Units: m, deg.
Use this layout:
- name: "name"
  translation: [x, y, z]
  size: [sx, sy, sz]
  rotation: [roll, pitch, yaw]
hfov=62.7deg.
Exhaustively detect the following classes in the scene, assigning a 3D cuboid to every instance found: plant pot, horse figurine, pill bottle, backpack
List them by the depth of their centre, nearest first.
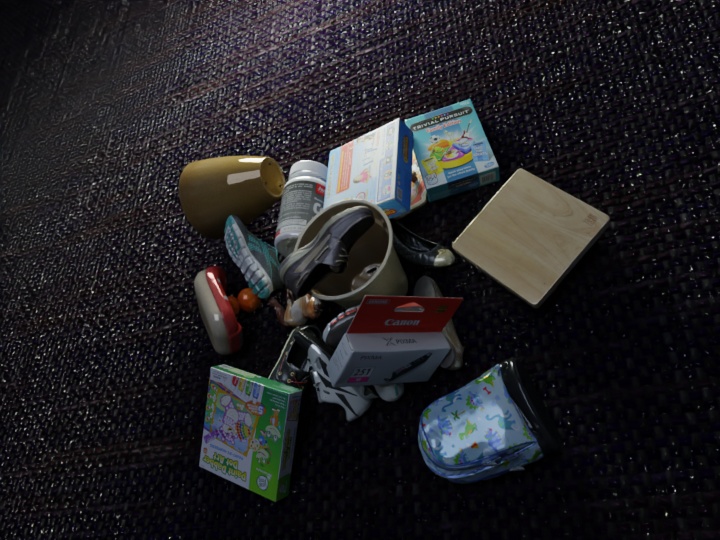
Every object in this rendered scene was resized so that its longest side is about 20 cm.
- name: "backpack"
  translation: [0.187, 0.248, 0.931]
  size: [0.199, 0.153, 0.165]
  rotation: [-34, 59, 22]
- name: "plant pot"
  translation: [0.000, 0.000, 1.122]
  size: [0.198, 0.184, 0.203]
  rotation: [-12, 59, 20]
- name: "horse figurine"
  translation: [-0.124, 0.063, 1.206]
  size: [0.199, 0.049, 0.134]
  rotation: [-36, 51, 45]
- name: "pill bottle"
  translation: [-0.120, -0.133, 1.300]
  size: [0.112, 0.114, 0.203]
  rotation: [-7, 61, 23]
- name: "plant pot"
  translation: [-0.277, -0.186, 1.347]
  size: [0.198, 0.186, 0.189]
  rotation: [-13, 58, 29]

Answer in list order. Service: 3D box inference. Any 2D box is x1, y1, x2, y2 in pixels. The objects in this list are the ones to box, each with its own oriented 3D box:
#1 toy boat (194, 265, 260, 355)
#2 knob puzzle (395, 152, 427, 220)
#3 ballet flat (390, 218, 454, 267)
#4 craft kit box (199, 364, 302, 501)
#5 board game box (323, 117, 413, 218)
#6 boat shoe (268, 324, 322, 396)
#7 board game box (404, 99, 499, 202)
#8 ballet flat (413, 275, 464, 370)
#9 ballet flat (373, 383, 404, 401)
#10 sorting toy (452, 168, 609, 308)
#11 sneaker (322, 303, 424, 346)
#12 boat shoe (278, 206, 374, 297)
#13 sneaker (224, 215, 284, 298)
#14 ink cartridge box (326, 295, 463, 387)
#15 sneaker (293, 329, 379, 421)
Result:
- name: "toy boat"
  translation: [-0.280, 0.075, 1.281]
  size: [0.129, 0.132, 0.201]
  rotation: [-18, 51, -20]
- name: "knob puzzle"
  translation: [0.065, -0.190, 1.289]
  size: [0.217, 0.030, 0.223]
  rotation: [-12, 59, 21]
- name: "ballet flat"
  translation: [0.102, -0.056, 1.170]
  size: [0.199, 0.058, 0.066]
  rotation: [27, 37, 36]
- name: "craft kit box"
  translation: [-0.209, 0.298, 1.104]
  size: [0.198, 0.048, 0.201]
  rotation: [10, 97, 31]
- name: "board game box"
  translation: [0.015, -0.191, 1.240]
  size: [0.194, 0.056, 0.203]
  rotation: [-17, 56, 37]
- name: "boat shoe"
  translation: [-0.130, 0.199, 1.140]
  size: [0.063, 0.073, 0.204]
  rotation: [-25, 42, 59]
- name: "board game box"
  translation: [0.188, -0.254, 1.235]
  size: [0.149, 0.047, 0.202]
  rotation: [-17, 57, 6]
- name: "ballet flat"
  translation: [0.147, 0.095, 1.086]
  size: [0.068, 0.046, 0.202]
  rotation: [-54, 39, 34]
- name: "ballet flat"
  translation: [0.016, 0.153, 1.099]
  size: [0.069, 0.069, 0.200]
  rotation: [-41, 53, 1]
- name: "sorting toy"
  translation: [0.306, -0.052, 1.066]
  size: [0.199, 0.070, 0.200]
  rotation: [-48, 54, -4]
- name: "sneaker"
  translation: [0.032, 0.108, 1.050]
  size: [0.197, 0.078, 0.083]
  rotation: [-15, 56, -6]
- name: "boat shoe"
  translation: [-0.048, -0.026, 1.011]
  size: [0.199, 0.074, 0.074]
  rotation: [-40, 63, 13]
- name: "sneaker"
  translation: [-0.227, -0.037, 1.297]
  size: [0.202, 0.091, 0.078]
  rotation: [60, 140, 10]
- name: "ink cartridge box"
  translation: [0.064, 0.118, 0.970]
  size: [0.175, 0.197, 0.044]
  rotation: [-62, 38, 37]
- name: "sneaker"
  translation: [-0.065, 0.195, 1.091]
  size: [0.200, 0.074, 0.089]
  rotation: [43, 95, 15]
